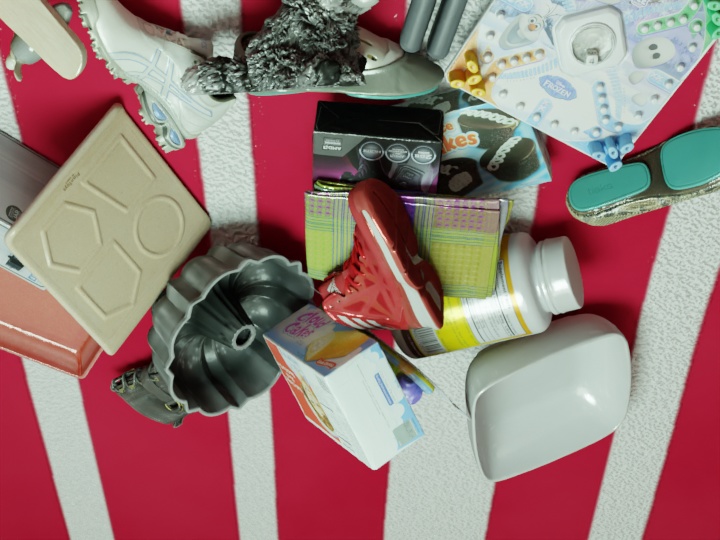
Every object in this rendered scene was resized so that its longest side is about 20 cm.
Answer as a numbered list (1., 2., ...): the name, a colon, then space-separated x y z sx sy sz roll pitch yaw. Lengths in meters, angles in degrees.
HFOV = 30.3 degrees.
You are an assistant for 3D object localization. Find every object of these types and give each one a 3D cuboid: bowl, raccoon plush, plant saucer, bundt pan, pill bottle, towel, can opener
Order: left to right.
1. plant saucer: -0.375 0.026 1.531 0.199 0.037 0.200 24 134 -17
2. bundt pan: -0.148 0.054 1.448 0.201 0.076 0.203 -28 137 -29
3. raccoon plush: -0.073 -0.226 1.166 0.198 0.097 0.135 -2 98 9
4. towel: 0.045 -0.029 1.309 0.198 0.023 0.144 4 139 3
5. can opener: 0.079 -0.259 1.154 0.053 0.067 0.201 13 135 -6
6. pill bottle: 0.132 0.023 1.417 0.199 0.110 0.109 -14 134 20
7. bowl: 0.206 0.136 1.519 0.199 0.075 0.201 -21 137 -8

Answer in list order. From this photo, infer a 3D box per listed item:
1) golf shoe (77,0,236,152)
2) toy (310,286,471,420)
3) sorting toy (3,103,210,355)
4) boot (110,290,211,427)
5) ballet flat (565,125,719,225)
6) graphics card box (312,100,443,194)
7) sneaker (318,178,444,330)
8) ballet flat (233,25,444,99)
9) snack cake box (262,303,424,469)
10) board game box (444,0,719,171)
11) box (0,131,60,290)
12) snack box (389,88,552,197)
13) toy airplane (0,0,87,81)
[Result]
1. golf shoe: -0.191 -0.208 1.251 0.097 0.079 0.200 -26 136 8
2. toy: 0.023 0.102 1.448 0.047 0.200 0.115 -48 150 -2
3. sorting toy: -0.256 -0.041 1.359 0.036 0.186 0.200 15 150 40
4. boot: -0.232 0.117 1.588 0.173 0.070 0.200 -21 130 28
5. ballet flat: 0.303 -0.090 1.321 0.199 0.068 0.075 -19 153 32
6. graphics card box: 0.014 -0.075 1.315 0.125 0.051 0.201 6 137 1
7. sneaker: 0.000 0.000 1.273 0.115 0.079 0.200 -12 134 18
8. ballet flat: -0.022 -0.196 1.235 0.198 0.068 0.064 0 130 6
9. snack cake box: -0.021 0.117 1.380 0.067 0.200 0.115 -33 110 -14
10. board game box: 0.209 -0.204 1.201 0.199 0.026 0.200 24 122 -18
11. box: -0.381 -0.081 1.360 0.199 0.117 0.060 33 131 -24
12. snack box: 0.079 -0.119 1.324 0.199 0.037 0.116 -12 134 18
13. toy airplane: -0.344 -0.267 1.165 0.198 0.141 0.202 -2 101 -6
